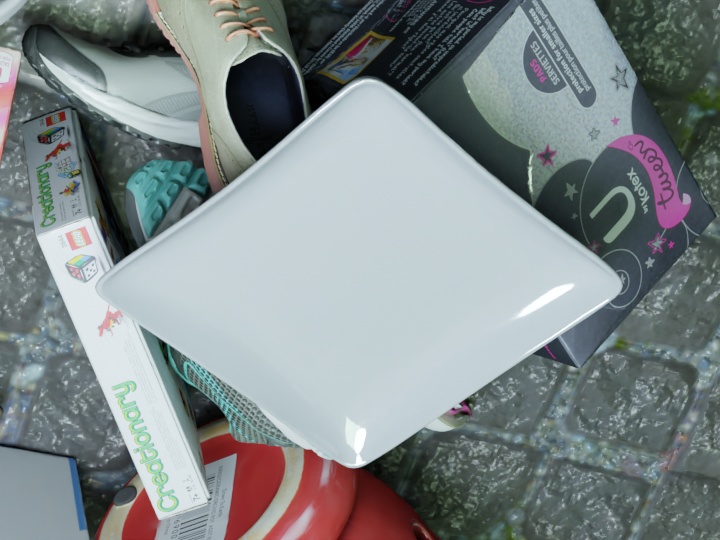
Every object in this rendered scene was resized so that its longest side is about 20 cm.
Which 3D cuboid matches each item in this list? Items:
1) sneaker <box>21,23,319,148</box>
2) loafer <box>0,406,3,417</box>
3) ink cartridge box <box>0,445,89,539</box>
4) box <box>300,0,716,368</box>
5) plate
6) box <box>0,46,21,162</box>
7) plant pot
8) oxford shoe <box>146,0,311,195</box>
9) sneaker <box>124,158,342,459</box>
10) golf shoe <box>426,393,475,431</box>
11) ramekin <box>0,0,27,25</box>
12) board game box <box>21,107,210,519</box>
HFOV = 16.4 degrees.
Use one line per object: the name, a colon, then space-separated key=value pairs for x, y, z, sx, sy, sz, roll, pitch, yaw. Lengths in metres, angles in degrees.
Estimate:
sneaker: x=-0.090 y=-0.103 z=1.367 sx=0.200 sy=0.074 sz=0.080 roll=16 pitch=96 yaw=-20
loafer: x=-0.263 y=0.027 z=1.413 sx=0.063 sy=0.072 sz=0.200 roll=-31 pitch=131 yaw=-15
ink cartridge box: x=-0.226 y=0.224 z=1.483 sx=0.084 sy=0.145 sz=0.200 roll=12 pitch=117 yaw=-19
box: x=0.083 y=-0.067 z=1.364 sx=0.132 sy=0.115 sz=0.200 roll=-46 pitch=124 yaw=-19
plate: x=0.000 y=0.000 z=1.287 sx=0.200 sy=0.032 sz=0.199 roll=-36 pitch=124 yaw=27
box: x=-0.287 y=-0.087 z=1.294 sx=0.199 sy=0.103 sz=0.095 roll=11 pitch=89 yaw=-18
plant pot: x=-0.045 y=0.194 z=1.468 sx=0.200 sy=0.201 sz=0.183 roll=-28 pitch=122 yaw=6
oxford shoe: x=-0.062 y=-0.127 z=1.304 sx=0.071 sy=0.074 sz=0.201 roll=-19 pitch=89 yaw=-20
sneaker: x=-0.082 y=0.028 z=1.377 sx=0.091 sy=0.078 sz=0.200 roll=-9 pitch=122 yaw=43
golf shoe: x=-0.020 y=0.033 z=1.458 sx=0.200 sy=0.073 sz=0.092 roll=38 pitch=127 yaw=-18
ramekin: x=-0.246 y=-0.184 z=1.210 sx=0.199 sy=0.201 sz=0.105 roll=11 pitch=161 yaw=-18
board game box: x=-0.136 y=0.024 z=1.392 sx=0.035 sy=0.126 sz=0.200 roll=-19 pitch=122 yaw=0
